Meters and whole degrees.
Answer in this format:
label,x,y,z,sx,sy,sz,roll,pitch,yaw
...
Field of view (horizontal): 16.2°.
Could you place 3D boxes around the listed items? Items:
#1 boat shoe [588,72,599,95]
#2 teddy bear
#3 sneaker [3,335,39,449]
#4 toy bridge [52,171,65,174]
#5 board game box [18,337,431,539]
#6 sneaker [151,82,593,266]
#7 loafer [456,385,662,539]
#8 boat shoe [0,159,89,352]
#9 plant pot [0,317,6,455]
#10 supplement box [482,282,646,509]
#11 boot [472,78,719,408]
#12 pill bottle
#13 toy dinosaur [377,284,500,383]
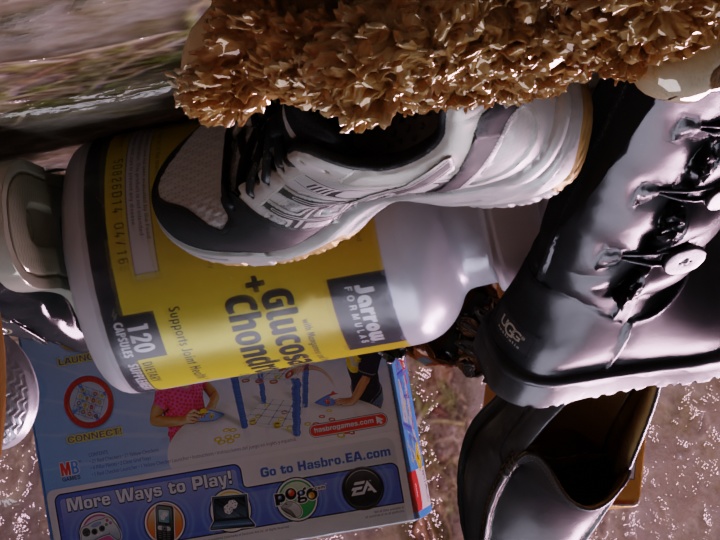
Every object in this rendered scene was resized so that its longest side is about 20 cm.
label,x,y,z,sx,sy,sz,roll,pitch,yaw
boat shoe,0.146,-0.066,1.108,0.199,0.072,0.075,-7,176,-44
teddy bear,0.037,-0.070,0.726,0.198,0.067,0.145,-11,179,21
sneaker,-0.189,0.029,1.206,0.114,0.076,0.199,2,-163,-45
toy bridge,-0.167,-0.028,1.206,0.067,0.027,0.200,-11,176,16
board game box,-0.076,0.049,1.334,0.198,0.198,0.056,-10,177,10
sneaker,-0.013,-0.056,0.960,0.199,0.076,0.087,-15,158,34
loafer,0.091,0.084,1.151,0.072,0.201,0.073,1,-141,-13
boat shoe,-0.151,-0.004,1.095,0.067,0.072,0.200,-12,168,9
plant pot,-0.190,0.015,0.592,0.198,0.202,0.140,-9,-166,-14
supplement box,0.108,0.019,1.268,0.068,0.202,0.066,13,168,-22
boot,0.142,-0.039,1.001,0.164,0.066,0.201,-19,145,-35
pill bottle,-0.020,-0.017,1.083,0.198,0.113,0.112,-10,177,8
toy dinosaur,0.000,0.000,1.223,0.199,0.103,0.135,7,166,40
